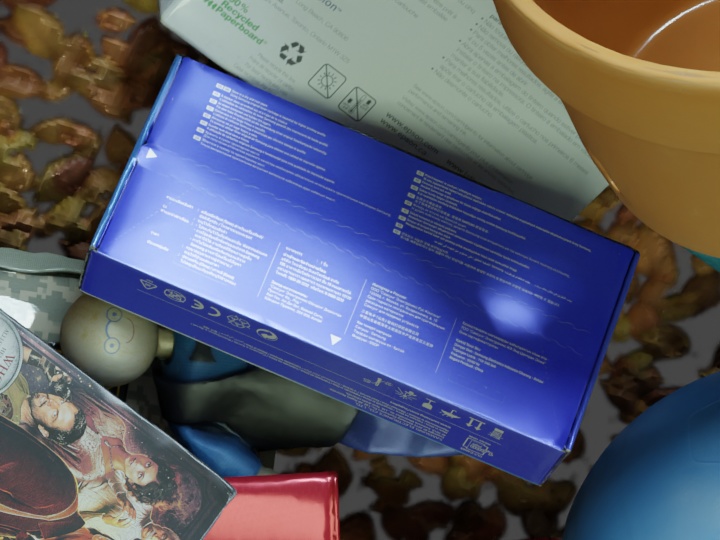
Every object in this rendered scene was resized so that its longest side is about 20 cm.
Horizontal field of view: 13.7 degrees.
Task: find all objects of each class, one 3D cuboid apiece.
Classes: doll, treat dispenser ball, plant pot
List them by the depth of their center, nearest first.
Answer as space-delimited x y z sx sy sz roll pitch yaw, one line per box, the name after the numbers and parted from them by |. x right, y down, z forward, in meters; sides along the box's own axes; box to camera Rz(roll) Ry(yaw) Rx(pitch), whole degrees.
0.146 -0.098 1.082 0.200 0.200 0.140 -12 142 2 | plant pot
-0.022 0.028 1.206 0.199 0.048 0.137 2 88 -13 | doll
0.183 0.138 1.269 0.200 0.201 0.201 -3 124 -4 | treat dispenser ball

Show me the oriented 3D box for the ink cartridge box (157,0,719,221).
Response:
0.056 -0.119 1.181 0.199 0.041 0.200 37 112 -27 | ink cartridge box

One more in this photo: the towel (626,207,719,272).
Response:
0.226 -0.035 1.269 0.200 0.022 0.147 31 115 -25 | towel

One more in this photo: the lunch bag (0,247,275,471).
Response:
-0.129 0.085 1.255 0.164 0.118 0.200 9 116 -14 | lunch bag

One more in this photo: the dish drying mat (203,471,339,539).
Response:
-0.107 0.119 1.197 0.199 0.018 0.077 -3 117 -1 | dish drying mat

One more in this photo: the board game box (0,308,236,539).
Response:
-0.159 0.124 1.142 0.135 0.035 0.200 36 80 -1 | board game box

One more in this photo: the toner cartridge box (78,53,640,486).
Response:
0.000 0.000 1.170 0.200 0.095 0.043 24 153 -2 | toner cartridge box
